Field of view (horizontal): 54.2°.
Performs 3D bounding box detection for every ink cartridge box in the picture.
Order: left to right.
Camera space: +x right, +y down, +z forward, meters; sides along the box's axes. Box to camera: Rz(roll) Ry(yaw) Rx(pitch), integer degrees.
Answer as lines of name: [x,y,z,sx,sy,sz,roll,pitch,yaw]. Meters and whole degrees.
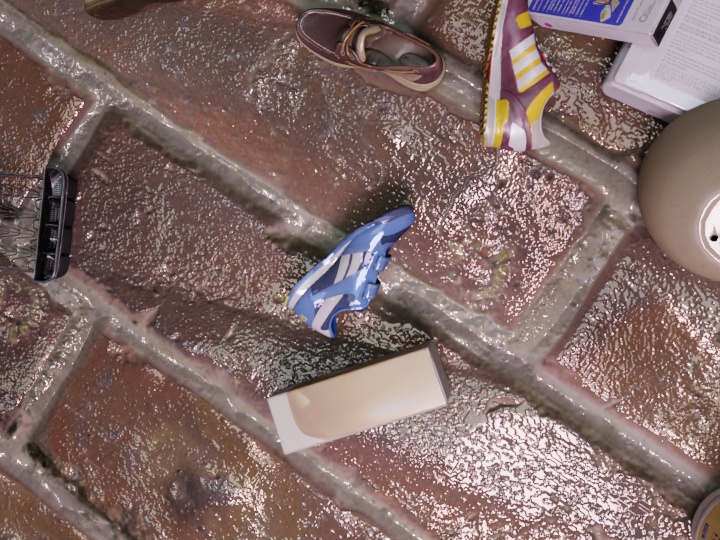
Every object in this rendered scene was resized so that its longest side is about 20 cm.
ink cartridge box: [0.268,-0.322,0.809,0.200,0.037,0.095,30,95,39]

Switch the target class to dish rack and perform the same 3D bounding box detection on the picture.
dish rack: [-0.481,-0.067,0.952,0.200,0.055,0.154,6,90,10]

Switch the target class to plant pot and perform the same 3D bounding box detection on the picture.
plant pot: [0.391,-0.066,0.722,0.200,0.134,0.200,9,117,18]

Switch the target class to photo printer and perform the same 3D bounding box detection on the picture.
photo printer: [0.393,-0.263,0.794,0.166,0.069,0.200,27,93,9]

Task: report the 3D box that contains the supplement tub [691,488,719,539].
supplement tub: [0.429,0.304,0.714,0.145,0.200,0.146,0,89,10]

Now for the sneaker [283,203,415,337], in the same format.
sneaker: [0.000,0.000,0.861,0.200,0.074,0.082,-43,84,14]

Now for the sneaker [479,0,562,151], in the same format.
sneaker: [0.194,-0.242,0.834,0.090,0.075,0.200,6,97,2]

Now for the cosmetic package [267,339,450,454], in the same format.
cosmetic package: [0.002,0.148,0.841,0.200,0.105,0.071,-19,86,8]

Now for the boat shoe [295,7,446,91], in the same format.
boat shoe: [0.009,-0.279,0.860,0.200,0.072,0.072,26,94,9]

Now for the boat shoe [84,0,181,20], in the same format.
boat shoe: [-0.270,-0.385,0.910,0.200,0.072,0.068,-11,89,12]
